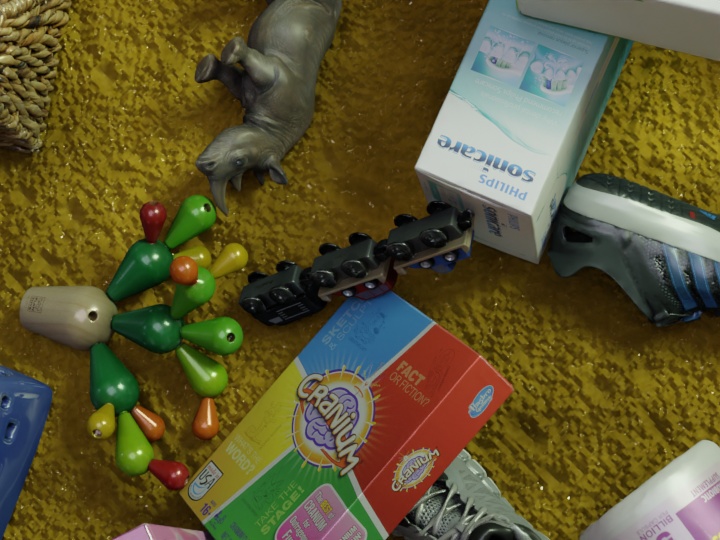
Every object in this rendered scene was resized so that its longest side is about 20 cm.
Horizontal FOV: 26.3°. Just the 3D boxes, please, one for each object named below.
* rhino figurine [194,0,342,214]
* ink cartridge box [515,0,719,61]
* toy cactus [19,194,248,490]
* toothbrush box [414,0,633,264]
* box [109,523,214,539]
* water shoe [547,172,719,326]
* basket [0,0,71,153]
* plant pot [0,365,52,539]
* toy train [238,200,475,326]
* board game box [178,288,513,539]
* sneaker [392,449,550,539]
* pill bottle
[{"bbox_3d":[-0.067,-0.135,1.088,0.087,0.060,0.202,21,80,-33],"label":"rhino figurine"},{"bbox_3d":[0.186,-0.243,0.921,0.144,0.084,0.202,15,82,11],"label":"ink cartridge box"},{"bbox_3d":[-0.162,0.041,1.064,0.164,0.102,0.202,8,88,19],"label":"toy cactus"},{"bbox_3d":[0.118,-0.122,1.025,0.085,0.146,0.201,22,83,12],"label":"toothbrush box"},{"bbox_3d":[-0.113,0.259,0.949,0.096,0.200,0.177,-26,76,1],"label":"box"},{"bbox_3d":[0.224,0.003,1.036,0.199,0.071,0.079,25,110,10],"label":"water shoe"},{"bbox_3d":[-0.322,-0.181,1.096,0.198,0.143,0.150,8,80,9],"label":"basket"},{"bbox_3d":[-0.347,0.129,1.018,0.199,0.180,0.201,18,81,10],"label":"plant pot"},{"bbox_3d":[0.000,0.000,1.026,0.199,0.046,0.034,-20,41,37],"label":"toy train"},{"bbox_3d":[-0.014,0.113,1.002,0.200,0.040,0.153,-49,34,-4],"label":"board game box"},{"bbox_3d":[0.064,0.157,0.990,0.199,0.116,0.075,35,85,12],"label":"sneaker"},{"bbox_3d":[0.236,0.216,0.957,0.112,0.112,0.200,-37,77,-1],"label":"pill bottle"}]
